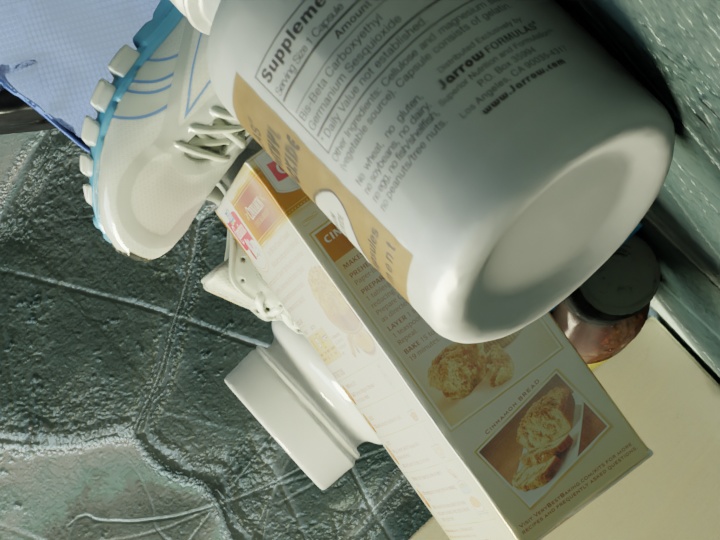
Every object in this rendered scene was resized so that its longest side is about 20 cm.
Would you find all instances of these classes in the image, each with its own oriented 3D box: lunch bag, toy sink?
[{"bbox_3d":[-0.128,-0.166,1.336,0.200,0.132,0.136,38,132,6],"label":"lunch bag"},{"bbox_3d":[0.130,0.145,1.480,0.130,0.200,0.112,46,177,13],"label":"toy sink"}]

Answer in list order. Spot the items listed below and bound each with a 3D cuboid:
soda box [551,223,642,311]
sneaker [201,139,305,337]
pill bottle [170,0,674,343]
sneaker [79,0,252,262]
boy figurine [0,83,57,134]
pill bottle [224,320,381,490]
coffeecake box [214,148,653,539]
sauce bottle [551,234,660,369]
[{"bbox_3d":[0.046,-0.059,1.283,0.068,0.064,0.200,50,178,-35],"label":"soda box"},{"bbox_3d":[-0.024,0.009,1.320,0.200,0.092,0.076,59,165,4],"label":"sneaker"},{"bbox_3d":[0.010,-0.079,1.002,0.200,0.114,0.114,47,178,23],"label":"pill bottle"},{"bbox_3d":[-0.054,-0.089,1.209,0.087,0.201,0.075,34,-165,37],"label":"sneaker"},{"bbox_3d":[-0.189,-0.178,1.496,0.124,0.064,0.201,162,101,-71],"label":"boy figurine"},{"bbox_3d":[0.017,0.036,1.736,0.114,0.200,0.114,47,177,3],"label":"pill bottle"},{"bbox_3d":[0.026,0.024,1.210,0.200,0.073,0.154,54,170,0],"label":"coffeecake box"},{"bbox_3d":[0.109,0.015,1.358,0.066,0.066,0.200,47,168,4],"label":"sauce bottle"}]
